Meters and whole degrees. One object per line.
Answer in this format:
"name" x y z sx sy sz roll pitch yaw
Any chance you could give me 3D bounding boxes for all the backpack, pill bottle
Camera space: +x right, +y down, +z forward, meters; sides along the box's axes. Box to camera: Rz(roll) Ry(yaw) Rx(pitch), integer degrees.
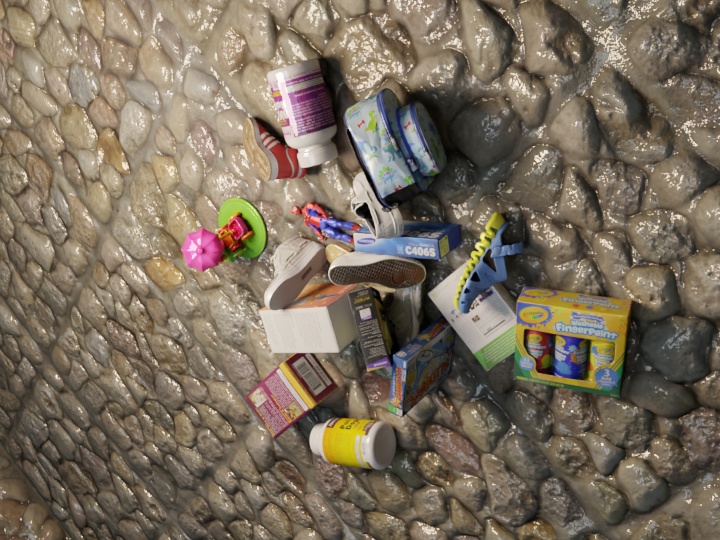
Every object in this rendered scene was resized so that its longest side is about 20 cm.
"backpack" 0.071 -0.238 1.554 0.146 0.183 0.202 -27 96 18
"pill bottle" -0.111 -0.317 1.692 0.111 0.112 0.203 -6 107 38
"pill bottle" -0.022 0.405 1.967 0.198 0.109 0.111 -3 109 37

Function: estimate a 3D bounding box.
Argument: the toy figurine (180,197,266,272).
"toy figurine" -0.345 -0.057 1.942 0.200 0.184 0.151 -37 87 42

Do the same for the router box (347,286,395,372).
"router box" 0.027 0.120 1.703 0.052 0.200 0.159 -15 85 5

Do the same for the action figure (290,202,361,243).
"action figure" -0.071 -0.099 1.810 0.199 0.052 0.066 27 129 27

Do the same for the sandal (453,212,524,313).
"sandal" 0.242 -0.003 1.575 0.086 0.079 0.202 28 104 7

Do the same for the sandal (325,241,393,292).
"sandal" -0.001 0.005 1.789 0.210 0.069 0.079 25 124 26

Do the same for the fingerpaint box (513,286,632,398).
"fingerpaint box" 0.387 0.130 1.533 0.197 0.073 0.169 8 116 21

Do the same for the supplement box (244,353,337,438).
"supplement box" -0.171 0.298 2.032 0.131 0.103 0.200 52 130 4

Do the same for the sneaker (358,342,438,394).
"sneaker" 0.085 0.210 1.836 0.199 0.076 0.080 33 154 15

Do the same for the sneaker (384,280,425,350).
"sneaker" 0.091 0.099 1.757 0.081 0.075 0.203 7 105 16

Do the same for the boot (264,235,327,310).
"boot" -0.165 0.002 1.834 0.095 0.200 0.074 23 141 30

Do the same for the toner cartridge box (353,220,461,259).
"toner cartridge box" 0.093 -0.064 1.670 0.198 0.095 0.044 6 113 34

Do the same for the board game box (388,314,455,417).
"board game box" 0.127 0.191 1.694 0.034 0.199 0.137 20 123 29

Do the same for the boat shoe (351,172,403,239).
"boat shoe" 0.018 -0.127 1.660 0.073 0.068 0.201 96 154 -45

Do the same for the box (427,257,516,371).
"box" 0.243 0.085 1.668 0.201 0.036 0.144 53 131 5

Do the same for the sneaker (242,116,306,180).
"sneaker" -0.182 -0.263 1.811 0.201 0.111 0.072 61 142 39

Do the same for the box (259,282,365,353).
"box" -0.095 0.103 1.851 0.198 0.152 0.108 -5 108 37

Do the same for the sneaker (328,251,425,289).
"sneaker" 0.037 -0.013 1.706 0.197 0.085 0.074 3 118 8
